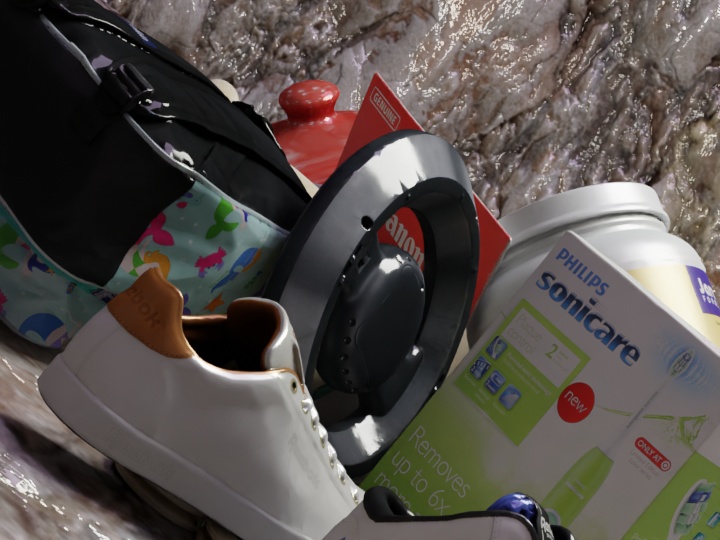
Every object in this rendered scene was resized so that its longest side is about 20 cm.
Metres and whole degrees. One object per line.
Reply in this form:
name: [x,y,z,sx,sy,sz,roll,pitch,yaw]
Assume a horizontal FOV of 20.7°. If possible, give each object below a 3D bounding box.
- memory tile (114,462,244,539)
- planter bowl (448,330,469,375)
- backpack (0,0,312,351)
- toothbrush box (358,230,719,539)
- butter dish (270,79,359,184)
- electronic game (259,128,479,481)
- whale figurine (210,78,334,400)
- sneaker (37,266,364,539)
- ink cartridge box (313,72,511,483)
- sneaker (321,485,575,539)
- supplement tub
memory tile: [-0.015,0.141,0.862,0.200,0.017,0.153,41,6,16]
planter bowl: [0.098,0.091,1.299,0.135,0.200,0.200,12,5,1]
backpack: [-0.119,-0.044,0.959,0.178,0.151,0.200,47,16,24]
toothbrush box: [0.104,0.106,0.990,0.086,0.200,0.146,35,8,-46]
butter dish: [-0.027,-0.065,1.419,0.200,0.199,0.148,-126,-157,-68]
electronic game: [0.002,0.024,1.008,0.042,0.200,0.200,21,-4,27]
whale figurine: [-0.071,-0.012,1.117,0.159,0.104,0.200,-17,67,-37]
sneaker: [-0.035,0.067,0.821,0.200,0.085,0.073,37,4,-41]
ink cartridge box: [0.000,0.000,1.190,0.045,0.176,0.200,5,31,-30]
sneaker: [0.048,0.146,0.711,0.199,0.115,0.081,42,7,27]
supplement tub: [0.145,0.066,1.129,0.145,0.145,0.200,29,42,-65]
